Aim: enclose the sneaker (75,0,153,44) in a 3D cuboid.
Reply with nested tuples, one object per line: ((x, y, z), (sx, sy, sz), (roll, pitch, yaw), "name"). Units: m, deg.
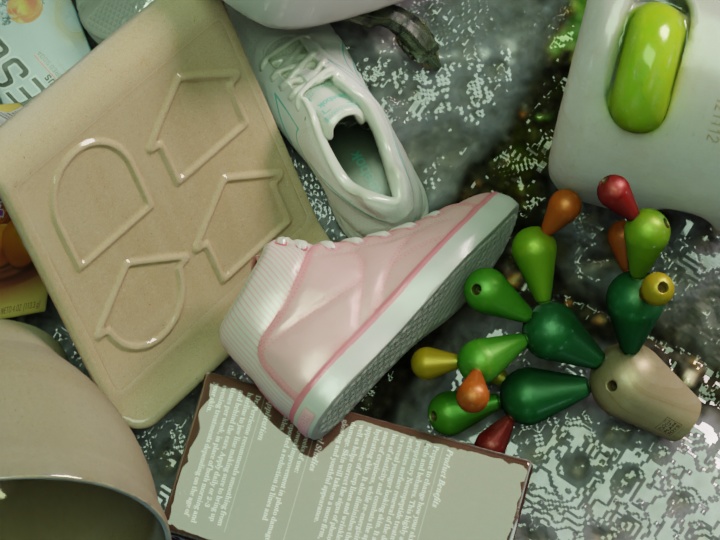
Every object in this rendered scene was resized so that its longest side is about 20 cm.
((-0.140, -0.200, 1.779), (0.077, 0.082, 0.201), (-22, 54, 20), "sneaker")

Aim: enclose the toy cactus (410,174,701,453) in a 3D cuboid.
((0.132, 0.048, 1.683), (0.165, 0.102, 0.200), (33, 109, -21), "toy cactus")

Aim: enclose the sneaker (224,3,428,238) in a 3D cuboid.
((-0.023, -0.105, 1.744), (0.070, 0.080, 0.201), (-35, 77, -7), "sneaker")

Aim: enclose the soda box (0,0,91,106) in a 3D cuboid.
((-0.191, -0.118, 1.748), (0.063, 0.068, 0.201), (-22, 78, -7), "soda box")

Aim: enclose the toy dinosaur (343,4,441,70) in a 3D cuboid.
((-0.034, -0.183, 1.754), (0.199, 0.048, 0.088), (18, 30, -24), "toy dinosaur")

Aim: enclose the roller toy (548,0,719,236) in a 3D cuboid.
((0.196, -0.120, 1.697), (0.139, 0.183, 0.201), (15, 52, 5), "roller toy")

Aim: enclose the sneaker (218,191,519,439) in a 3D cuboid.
((0.000, 0.000, 1.679), (0.105, 0.075, 0.200), (38, 62, 16), "sneaker")

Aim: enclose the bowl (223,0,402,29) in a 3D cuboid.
((-0.052, -0.239, 1.715), (0.200, 0.075, 0.199), (40, 33, 20), "bowl")

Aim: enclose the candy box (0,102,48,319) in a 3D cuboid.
((-0.263, -0.023, 1.633), (0.056, 0.200, 0.117), (27, 116, 38), "candy box")

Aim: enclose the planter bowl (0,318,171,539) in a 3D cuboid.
((-0.216, 0.112, 1.636), (0.199, 0.201, 0.135), (-12, 58, -4), "planter bowl")

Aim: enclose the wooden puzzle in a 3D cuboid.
((-0.121, -0.039, 1.680), (0.185, 0.046, 0.201), (-43, 122, -29), "wooden puzzle")

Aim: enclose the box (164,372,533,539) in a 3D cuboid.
((-0.008, 0.137, 1.684), (0.199, 0.075, 0.101), (16, 75, 5), "box")
